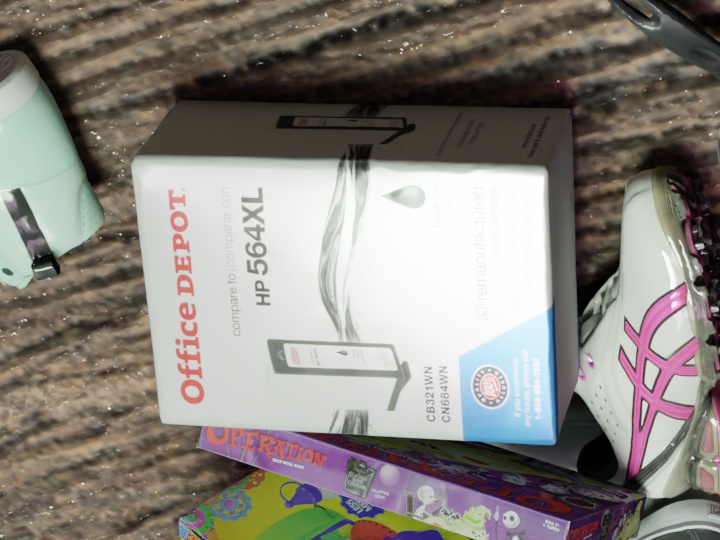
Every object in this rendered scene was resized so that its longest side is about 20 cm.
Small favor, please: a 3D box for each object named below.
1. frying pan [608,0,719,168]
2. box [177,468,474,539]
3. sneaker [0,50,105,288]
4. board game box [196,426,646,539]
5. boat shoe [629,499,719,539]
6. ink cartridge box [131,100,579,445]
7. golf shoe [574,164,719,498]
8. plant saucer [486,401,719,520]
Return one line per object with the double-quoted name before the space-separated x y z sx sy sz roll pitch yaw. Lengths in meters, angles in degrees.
"frying pan" 0.189 -0.070 1.185 0.190 0.031 0.115 18 132 -1
"box" 0.005 0.227 1.363 0.200 0.122 0.193 40 142 30
"sneaker" -0.227 -0.025 1.276 0.200 0.074 0.118 -17 120 21
"board game box" 0.032 0.101 1.279 0.200 0.120 0.032 16 102 22
"boat shoe" 0.131 0.194 1.340 0.070 0.066 0.200 35 133 -18
"ink cartridge box" 0.000 0.000 1.222 0.200 0.084 0.146 1 114 13
"golf shoe" 0.139 0.037 1.257 0.092 0.073 0.200 -2 127 10
"plant saucer" 0.132 0.158 1.390 0.200 0.050 0.200 6 133 7
